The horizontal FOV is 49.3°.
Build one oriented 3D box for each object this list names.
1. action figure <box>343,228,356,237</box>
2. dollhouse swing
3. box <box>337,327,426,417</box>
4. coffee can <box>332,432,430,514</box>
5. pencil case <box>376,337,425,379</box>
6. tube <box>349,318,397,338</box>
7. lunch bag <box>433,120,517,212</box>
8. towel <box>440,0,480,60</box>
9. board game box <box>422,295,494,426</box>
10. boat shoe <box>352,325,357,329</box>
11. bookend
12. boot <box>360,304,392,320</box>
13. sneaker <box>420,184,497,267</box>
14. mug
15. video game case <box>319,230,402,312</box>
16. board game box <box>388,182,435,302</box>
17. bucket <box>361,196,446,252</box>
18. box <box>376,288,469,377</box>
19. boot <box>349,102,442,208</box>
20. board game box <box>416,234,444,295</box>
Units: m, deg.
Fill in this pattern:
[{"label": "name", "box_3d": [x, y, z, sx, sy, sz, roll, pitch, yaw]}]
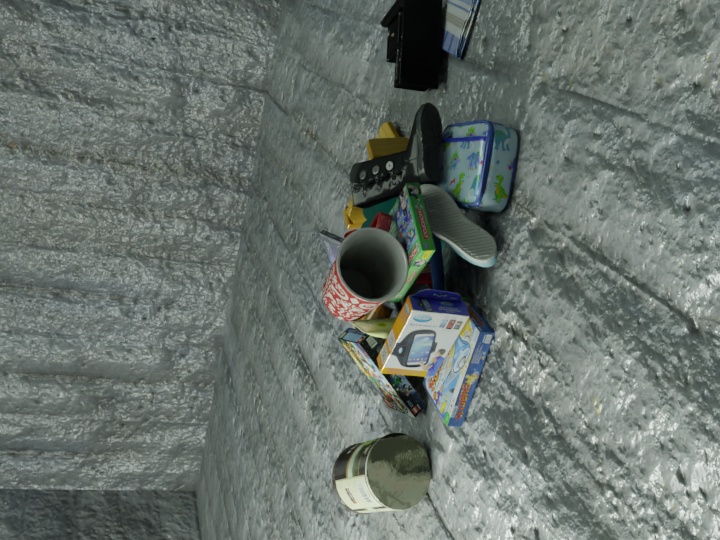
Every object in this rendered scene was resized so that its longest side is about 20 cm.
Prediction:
[{"label": "action figure", "box_3d": [0.027, -0.016, 1.760, 0.051, 0.199, 0.067, -28, 48, 20]}, {"label": "dollhouse swing", "box_3d": [0.018, -0.241, 1.867, 0.177, 0.178, 0.203, 52, 136, 34]}, {"label": "box", "box_3d": [0.043, 0.212, 1.646, 0.202, 0.038, 0.136, 53, 163, -12]}, {"label": "coffee can", "box_3d": [0.041, 0.424, 1.624, 0.200, 0.143, 0.151, 142, 131, -61]}, {"label": "pencil case", "box_3d": [0.088, 0.178, 1.659, 0.199, 0.076, 0.092, 174, 86, -69]}, {"label": "tube", "box_3d": [0.082, 0.114, 1.524, 0.058, 0.195, 0.053, 125, 143, -52]}, {"label": "lunch bag", "box_3d": [0.207, -0.195, 1.449, 0.199, 0.080, 0.165, -157, 77, -68]}, {"label": "towel", "box_3d": [0.207, -0.554, 1.627, 0.148, 0.023, 0.205, -120, 41, -59]}, {"label": "board game box", "box_3d": [0.181, 0.168, 1.473, 0.136, 0.034, 0.205, -122, 43, -59]}, {"label": "boat shoe", "box_3d": [0.003, 0.119, 1.934, 0.077, 0.069, 0.205, 100, 167, -58]}, {"label": "bookend", "box_3d": [0.107, -0.489, 1.758, 0.200, 0.089, 0.205, 173, 101, -76]}, {"label": "boot", "box_3d": [0.056, 0.086, 1.778, 0.145, 0.070, 0.201, -52, -6, -3]}, {"label": "sneaker", "box_3d": [0.169, -0.072, 1.422, 0.200, 0.074, 0.082, 48, 177, 24]}, {"label": "mug", "box_3d": [0.014, 0.005, 1.461, 0.134, 0.177, 0.200, 47, 158, 3]}, {"label": "video game case", "box_3d": [0.000, 0.000, 1.658, 0.198, 0.019, 0.145, 26, 146, 44]}, {"label": "board game box", "box_3d": [0.078, -0.047, 1.441, 0.201, 0.028, 0.138, 120, 142, -58]}, {"label": "bucket", "box_3d": [0.096, -0.110, 1.642, 0.206, 0.131, 0.214, -173, 90, -69]}, {"label": "box", "box_3d": [0.117, 0.117, 1.442, 0.042, 0.116, 0.202, -103, 27, -42]}, {"label": "boot", "box_3d": [0.065, -0.221, 1.530, 0.197, 0.065, 0.169, -17, 60, 45]}, {"label": "board game box", "box_3d": [0.131, 0.000, 1.502, 0.159, 0.038, 0.205, -71, -25, -57]}]
